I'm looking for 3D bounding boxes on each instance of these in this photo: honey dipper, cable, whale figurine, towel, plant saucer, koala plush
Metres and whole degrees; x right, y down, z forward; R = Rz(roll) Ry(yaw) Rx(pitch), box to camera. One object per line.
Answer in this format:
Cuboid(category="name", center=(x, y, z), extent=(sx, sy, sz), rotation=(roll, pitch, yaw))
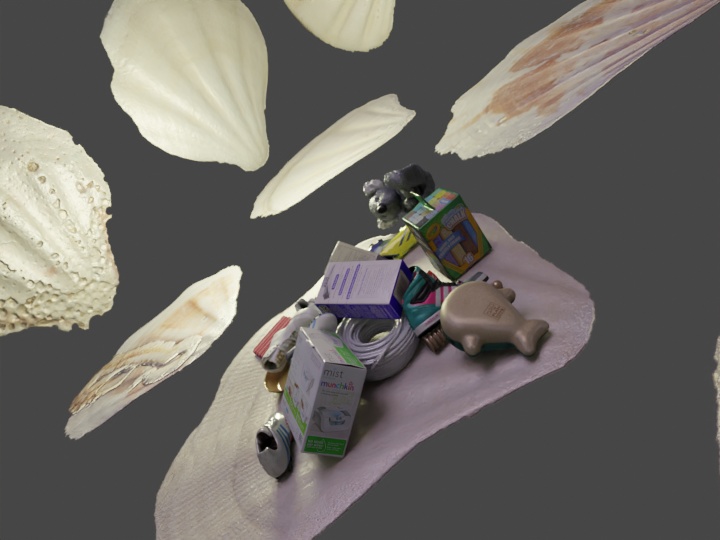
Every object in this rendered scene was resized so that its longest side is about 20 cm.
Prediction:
Cuboid(category="honey dipper", center=(0.209, 0.086, 1.234), extent=(0.199, 0.038, 0.038), rotation=(-40, 22, -8))
Cuboid(category="cable", center=(0.039, 0.140, 1.315), extent=(0.198, 0.070, 0.199), rotation=(-38, 33, -16))
Cuboid(category="whale figurine", center=(0.238, 0.104, 1.109), extent=(0.196, 0.105, 0.160), rotation=(19, 55, 35))
Cuboid(category="towel", center=(-0.219, 0.192, 1.707), extent=(0.145, 0.023, 0.198), rotation=(-49, 22, -18))
Cuboid(category="plant saucer", center=(-0.149, 0.231, 1.508), extent=(0.197, 0.036, 0.202), rotation=(-32, 24, 15))
Cuboid(category="koala plush", center=(0.107, -0.205, 1.790), extent=(0.196, 0.181, 0.184), rotation=(-20, 16, 37))

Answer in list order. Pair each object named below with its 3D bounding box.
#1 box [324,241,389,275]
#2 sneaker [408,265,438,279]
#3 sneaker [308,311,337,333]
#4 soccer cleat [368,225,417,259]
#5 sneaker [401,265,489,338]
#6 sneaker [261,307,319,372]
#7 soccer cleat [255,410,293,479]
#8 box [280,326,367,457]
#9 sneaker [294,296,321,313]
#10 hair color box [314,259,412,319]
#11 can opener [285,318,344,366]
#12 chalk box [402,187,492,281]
Cuboid(category="box", center=(0.000, 0.000, 1.490), extent=(0.199, 0.077, 0.097), rotation=(23, 87, 58))
Cuboid(category="sneaker", center=(0.112, 0.033, 1.418), extent=(0.197, 0.085, 0.075), rotation=(-9, 35, 50))
Cuboid(category="sneaker", center=(-0.096, 0.182, 1.330), extent=(0.073, 0.070, 0.204), rotation=(49, 121, 49))
Cuboid(category="soccer cleat", center=(0.111, -0.066, 1.666), extent=(0.196, 0.065, 0.085), rotation=(-28, 53, 13))
Cuboid(category="sneaker", center=(0.160, 0.033, 1.265), extent=(0.197, 0.122, 0.084), rotation=(-34, -14, -17))
Cuboid(category="sneaker", center=(-0.168, 0.179, 1.483), extent=(0.199, 0.073, 0.117), rotation=(-42, 17, 41))
Cuboid(category="soccer cleat", center=(-0.181, 0.340, 1.281), extent=(0.069, 0.087, 0.201), rotation=(-34, 22, 5))
Cuboid(category="box", center=(-0.080, 0.231, 1.209), extent=(0.200, 0.094, 0.182), rotation=(-146, 70, -67))
Cuboid(category="sneaker", center=(-0.090, 0.107, 1.517), extent=(0.196, 0.083, 0.075), rotation=(-5, 24, 40))
Cuboid(category="hair color box", center=(0.006, 0.041, 1.329), extent=(0.195, 0.065, 0.112), rotation=(-1, 56, 33))
Cuboid(category="can opener", center=(-0.089, 0.144, 1.408), extent=(0.199, 0.067, 0.052), rotation=(-40, 36, -10))
Cuboid(category="chalk box", center=(0.186, -0.103, 1.410), extent=(0.123, 0.202, 0.125), rotation=(-37, 22, -2))
